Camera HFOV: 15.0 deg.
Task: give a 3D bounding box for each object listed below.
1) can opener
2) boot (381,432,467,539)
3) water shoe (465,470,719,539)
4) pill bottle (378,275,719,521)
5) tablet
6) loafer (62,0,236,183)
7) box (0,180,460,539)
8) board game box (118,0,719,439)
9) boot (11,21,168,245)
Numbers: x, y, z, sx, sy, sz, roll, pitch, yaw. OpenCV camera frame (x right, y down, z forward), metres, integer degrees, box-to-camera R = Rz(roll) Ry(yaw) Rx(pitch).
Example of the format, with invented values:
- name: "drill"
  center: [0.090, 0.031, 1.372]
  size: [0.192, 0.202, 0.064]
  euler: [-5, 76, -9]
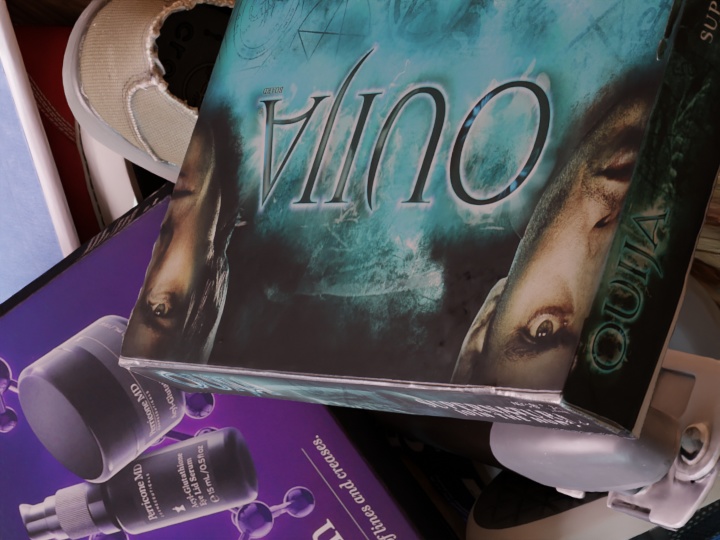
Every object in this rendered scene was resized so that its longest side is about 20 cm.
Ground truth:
- name: "can opener"
  center: [0.051, 0.039, 0.888]
  size: [0.067, 0.054, 0.200]
  euler: [24, 174, -30]
- name: "boot"
  center: [-0.010, 0.089, 1.043]
  size: [0.075, 0.074, 0.200]
  euler: [36, 176, -16]
- name: "water shoe"
  center: [0.135, 0.081, 0.938]
  size: [0.199, 0.079, 0.071]
  euler: [-19, -162, -13]
- name: "pill bottle"
  center: [0.055, 0.049, 1.083]
  size: [0.111, 0.111, 0.200]
  euler: [22, 169, -20]
- name: "tablet"
  center: [-0.149, -0.031, 0.959]
  size: [0.130, 0.014, 0.201]
  euler: [11, 128, 36]
- name: "loafer"
  center: [0.005, -0.033, 0.847]
  size: [0.199, 0.075, 0.070]
  euler: [20, 173, -13]
- name: "box"
  center: [-0.056, 0.090, 0.902]
  size: [0.200, 0.141, 0.079]
  euler: [53, -173, -7]
- name: "board game box"
  center: [0.017, -0.032, 0.669]
  size: [0.028, 0.136, 0.200]
  euler: [24, 167, -31]
- name: "boot"
  center: [-0.113, -0.009, 1.008]
  size: [0.144, 0.072, 0.201]
  euler: [13, 132, 30]
